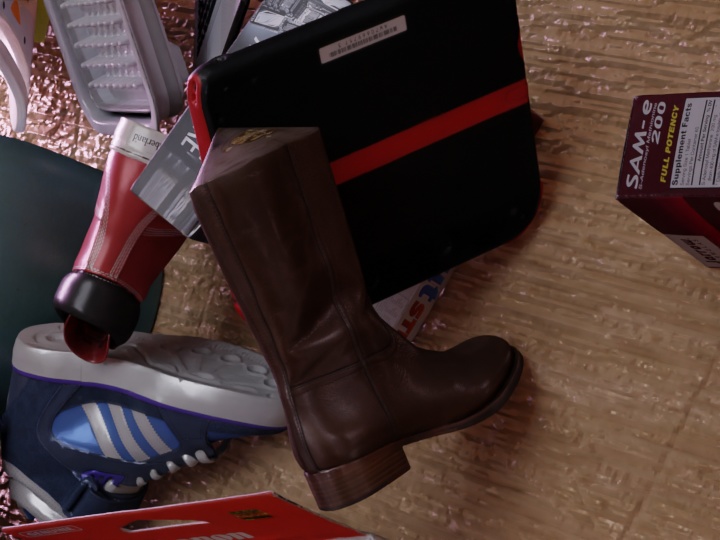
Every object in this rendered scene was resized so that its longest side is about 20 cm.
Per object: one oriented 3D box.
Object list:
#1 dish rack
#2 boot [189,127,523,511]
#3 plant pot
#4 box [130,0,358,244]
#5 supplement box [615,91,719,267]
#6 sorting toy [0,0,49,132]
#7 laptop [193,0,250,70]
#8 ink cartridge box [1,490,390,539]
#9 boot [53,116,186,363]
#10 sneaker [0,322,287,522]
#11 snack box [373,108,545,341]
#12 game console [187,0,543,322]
[{"bbox_3d":[-0.176,-0.192,1.329,0.171,0.043,0.202,11,121,64],"label":"dish rack"},{"bbox_3d":[0.000,0.000,1.047,0.064,0.186,0.202,-16,101,39],"label":"boot"},{"bbox_3d":[-0.259,-0.003,1.319,0.199,0.161,0.203,-17,60,32],"label":"plant pot"},{"bbox_3d":[-0.039,-0.085,1.156,0.050,0.200,0.158,37,95,15],"label":"box"},{"bbox_3d":[0.240,-0.044,0.976,0.199,0.109,0.062,1,71,40],"label":"supplement box"},{"bbox_3d":[-0.271,-0.199,1.410,0.106,0.201,0.181,-17,54,6],"label":"sorting toy"},{"bbox_3d":[-0.142,-0.223,1.295,0.187,0.115,0.202,121,152,-63],"label":"laptop"},{"bbox_3d":[-0.072,0.173,1.081,0.199,0.173,0.044,-12,64,34],"label":"ink cartridge box"},{"bbox_3d":[-0.142,-0.014,1.230,0.072,0.200,0.146,21,91,3],"label":"boot"},{"bbox_3d":[-0.133,0.120,1.235,0.198,0.081,0.148,10,108,14],"label":"sneaker"},{"bbox_3d":[0.032,-0.022,1.188,0.072,0.024,0.201,32,92,43],"label":"snack box"},{"bbox_3d":[0.008,-0.066,1.084,0.199,0.178,0.031,-24,32,-20],"label":"game console"}]
